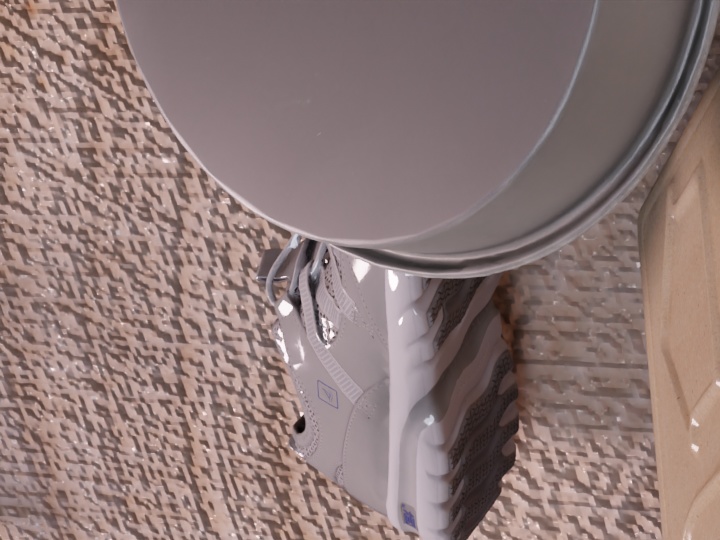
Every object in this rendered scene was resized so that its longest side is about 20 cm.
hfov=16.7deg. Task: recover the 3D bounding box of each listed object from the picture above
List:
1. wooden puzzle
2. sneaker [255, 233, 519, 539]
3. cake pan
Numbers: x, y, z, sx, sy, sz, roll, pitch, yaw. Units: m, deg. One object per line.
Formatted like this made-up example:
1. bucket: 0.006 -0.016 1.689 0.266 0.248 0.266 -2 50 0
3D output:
1. wooden puzzle: 0.110 0.037 0.620 0.046 0.186 0.200 0 157 -3
2. sneaker: 0.000 0.000 0.751 0.082 0.075 0.201 16 128 23
3. cake pan: 0.004 -0.095 0.644 0.200 0.037 0.201 10 105 40
